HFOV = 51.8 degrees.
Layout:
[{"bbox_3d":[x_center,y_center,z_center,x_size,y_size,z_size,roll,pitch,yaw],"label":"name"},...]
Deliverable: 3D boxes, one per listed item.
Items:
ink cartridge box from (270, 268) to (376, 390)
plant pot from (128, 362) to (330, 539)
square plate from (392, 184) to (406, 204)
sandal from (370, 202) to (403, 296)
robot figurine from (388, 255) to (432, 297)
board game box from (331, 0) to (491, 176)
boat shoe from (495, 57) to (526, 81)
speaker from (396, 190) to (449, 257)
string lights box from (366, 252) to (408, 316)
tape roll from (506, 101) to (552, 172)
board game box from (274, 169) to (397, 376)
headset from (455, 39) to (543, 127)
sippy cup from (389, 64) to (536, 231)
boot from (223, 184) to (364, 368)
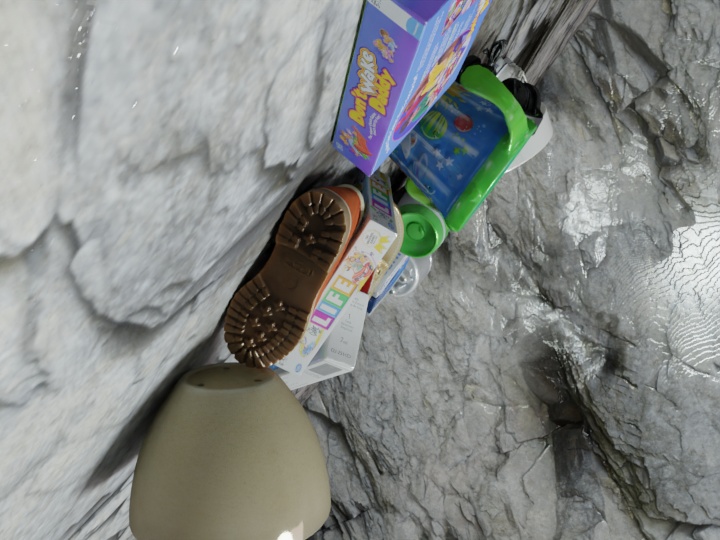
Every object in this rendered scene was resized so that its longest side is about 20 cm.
[{"bbox_3d":[-0.050,0.050,0.924,0.199,0.044,0.179,-29,-137,57],"label":"ink cartridge box"},{"bbox_3d":[-0.126,0.168,0.724,0.200,0.196,0.137,-32,124,-74],"label":"plant pot"},{"bbox_3d":[0.010,-0.043,1.200,0.198,0.028,0.201,-48,173,-43],"label":"square plate"},{"bbox_3d":[0.005,0.002,1.003,0.070,0.076,0.213,-80,-171,-45],"label":"sandal"},{"bbox_3d":[0.095,-0.014,1.655,0.169,0.113,0.200,-44,179,29],"label":"robot figurine"},{"bbox_3d":[0.047,-0.175,0.563,0.135,0.045,0.200,-50,174,-22],"label":"board game box"},{"bbox_3d":[0.249,-0.318,1.254,0.072,0.065,0.200,-53,174,14],"label":"boat shoe"},{"bbox_3d":[0.105,-0.101,1.102,0.089,0.088,0.201,-56,-178,38],"label":"speaker"},{"bbox_3d":[0.029,0.001,1.184,0.103,0.059,0.200,-51,174,-12],"label":"string lights box"},{"bbox_3d":[0.168,-0.178,1.039,0.200,0.037,0.204,-22,-156,10],"label":"tape roll"},{"bbox_3d":[-0.030,-0.002,0.809,0.201,0.034,0.135,-55,-161,25],"label":"board game box"},{"bbox_3d":[0.171,-0.233,0.930,0.201,0.122,0.095,-83,-161,-66],"label":"headset"},{"bbox_3d":[0.094,-0.134,0.777,0.179,0.130,0.140,-54,175,27],"label":"sippy cup"},{"bbox_3d":[-0.058,0.004,0.716,0.201,0.074,0.107,-56,178,22],"label":"boot"}]
